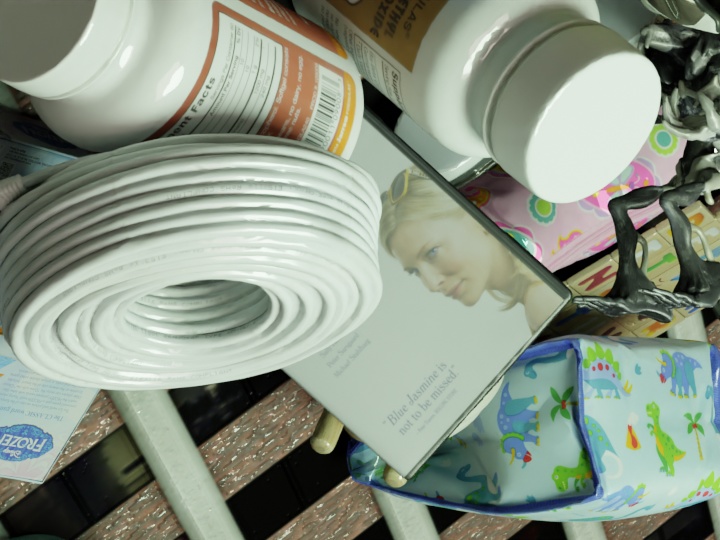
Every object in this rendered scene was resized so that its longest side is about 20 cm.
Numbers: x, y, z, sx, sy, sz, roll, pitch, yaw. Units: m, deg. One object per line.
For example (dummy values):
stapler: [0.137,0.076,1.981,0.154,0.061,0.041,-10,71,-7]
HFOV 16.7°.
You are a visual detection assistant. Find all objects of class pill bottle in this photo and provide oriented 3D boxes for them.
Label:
pill bottle: [-0.097,-0.103,1.239,0.112,0.112,0.200,-53,141,10]
pill bottle: [0.061,-0.125,1.293,0.114,0.200,0.115,-25,138,-25]

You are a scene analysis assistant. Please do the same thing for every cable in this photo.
cable: [-0.086,-0.002,1.242,0.200,0.069,0.200,-20,154,22]

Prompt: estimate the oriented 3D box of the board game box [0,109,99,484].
board game box: [-0.201,0.014,1.303,0.200,0.041,0.200,16,111,-50]

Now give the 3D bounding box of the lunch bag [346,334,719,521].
lunch bag: [0.116,0.107,1.595,0.200,0.128,0.170,-18,165,40]

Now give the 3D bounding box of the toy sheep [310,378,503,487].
toy sheep: [0.029,0.040,1.469,0.138,0.138,0.200,-19,155,-31]

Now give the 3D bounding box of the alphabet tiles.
alphabet tiles: [0.193,0.012,1.636,0.200,0.006,0.166,-32,155,13]

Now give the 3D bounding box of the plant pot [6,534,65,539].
plant pot: [-0.183,0.242,1.452,0.200,0.134,0.201,-25,137,-26]

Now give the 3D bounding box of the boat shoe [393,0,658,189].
boat shoe: [0.098,-0.118,1.455,0.200,0.069,0.057,-38,164,-10]

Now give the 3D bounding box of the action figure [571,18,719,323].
action figure: [0.173,-0.076,1.391,0.102,0.119,0.201,16,76,-38]

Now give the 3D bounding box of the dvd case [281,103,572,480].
dvd case: [0.000,0.000,1.381,0.143,0.200,0.018,-48,-178,3]

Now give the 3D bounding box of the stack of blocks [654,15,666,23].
stack of blocks: [0.237,-0.130,1.455,0.059,0.200,0.115,11,116,-50]

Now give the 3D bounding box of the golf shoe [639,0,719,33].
golf shoe: [0.190,-0.219,1.304,0.078,0.094,0.200,-21,135,-26]

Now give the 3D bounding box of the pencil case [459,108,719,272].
pencil case: [0.148,-0.054,1.537,0.200,0.087,0.088,-28,139,-21]

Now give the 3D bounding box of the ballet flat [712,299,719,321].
ballet flat: [0.300,-0.042,1.712,0.066,0.057,0.200,-10,130,-39]
